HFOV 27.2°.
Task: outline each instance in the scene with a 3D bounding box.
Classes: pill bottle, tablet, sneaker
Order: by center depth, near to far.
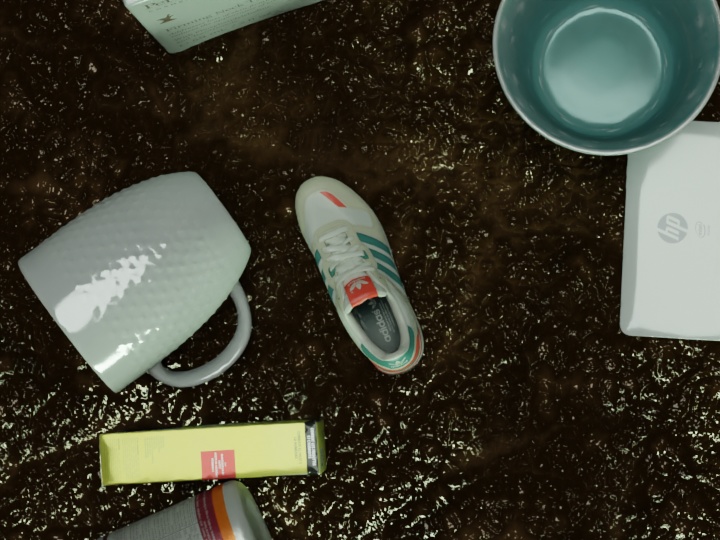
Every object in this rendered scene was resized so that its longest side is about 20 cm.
[{"bbox_3d":[-0.179,0.275,1.335,0.199,0.110,0.110,-24,85,2],"label":"pill bottle"},{"bbox_3d":[0.000,0.001,1.350,0.070,0.093,0.201,-25,85,2],"label":"sneaker"},{"bbox_3d":[0.308,-0.037,1.373,0.129,0.014,0.202,3,86,4],"label":"tablet"}]

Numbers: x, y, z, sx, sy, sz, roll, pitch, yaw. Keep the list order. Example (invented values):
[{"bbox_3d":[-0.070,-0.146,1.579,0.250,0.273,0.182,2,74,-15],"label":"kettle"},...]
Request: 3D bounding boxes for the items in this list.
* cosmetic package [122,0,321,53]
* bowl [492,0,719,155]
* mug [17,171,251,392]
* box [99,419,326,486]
[{"bbox_3d":[-0.139,-0.314,1.326,0.166,0.200,0.168,-19,85,3],"label":"cosmetic package"},{"bbox_3d":[0.219,-0.193,1.339,0.199,0.105,0.203,-1,84,6],"label":"bowl"},{"bbox_3d":[-0.180,0.018,1.348,0.175,0.148,0.201,-37,115,-7],"label":"mug"},{"bbox_3d":[-0.133,0.165,1.358,0.198,0.075,0.051,-3,86,2],"label":"box"}]
